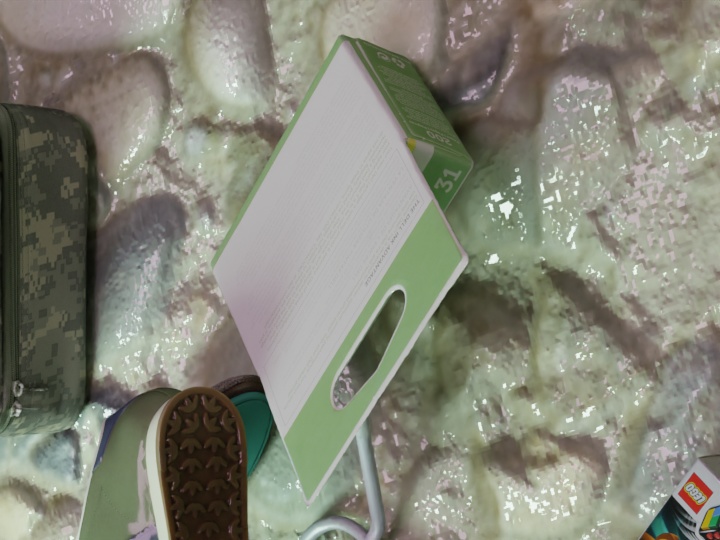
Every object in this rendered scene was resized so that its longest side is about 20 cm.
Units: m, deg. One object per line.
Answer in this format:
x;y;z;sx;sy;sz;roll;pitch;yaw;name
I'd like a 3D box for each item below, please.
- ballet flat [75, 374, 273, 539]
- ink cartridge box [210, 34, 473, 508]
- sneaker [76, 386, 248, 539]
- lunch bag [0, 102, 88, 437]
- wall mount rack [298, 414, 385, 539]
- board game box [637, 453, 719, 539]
-0.113;0.123;1.188;0.067;0.068;0.201;47;115;40;ballet flat
0.000;0.000;1.059;0.146;0.048;0.200;-58;33;22;ink cartridge box
-0.099;0.156;1.098;0.090;0.067;0.202;-1;86;56;sneaker
-0.248;0.003;1.240;0.139;0.167;0.202;2;90;41;lunch bag
0.021;0.166;1.060;0.200;0.074;0.175;41;114;36;wall mount rack
0.179;0.191;0.951;0.200;0.034;0.127;48;119;31;board game box
